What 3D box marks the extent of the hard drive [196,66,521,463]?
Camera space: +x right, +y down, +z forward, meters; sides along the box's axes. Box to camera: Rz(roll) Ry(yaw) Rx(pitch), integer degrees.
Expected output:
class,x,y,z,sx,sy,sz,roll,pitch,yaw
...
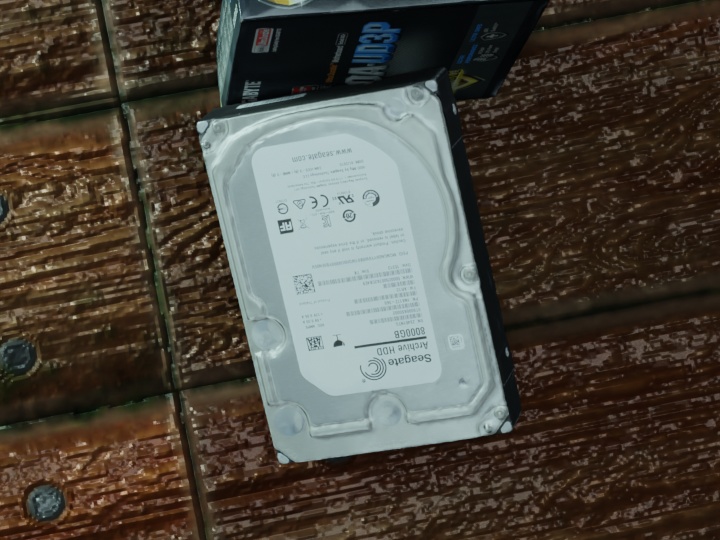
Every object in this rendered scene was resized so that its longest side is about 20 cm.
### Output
class,x,y,z,sx,sy,sz,roll,pitch,yaw
hard drive,0.000,0.000,1.398,0.139,0.038,0.201,-8,105,16

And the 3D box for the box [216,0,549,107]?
class,x,y,z,sx,sy,sz,roll,pitch,yaw
box,0.007,-0.131,1.361,0.158,0.200,0.046,-4,80,-7
